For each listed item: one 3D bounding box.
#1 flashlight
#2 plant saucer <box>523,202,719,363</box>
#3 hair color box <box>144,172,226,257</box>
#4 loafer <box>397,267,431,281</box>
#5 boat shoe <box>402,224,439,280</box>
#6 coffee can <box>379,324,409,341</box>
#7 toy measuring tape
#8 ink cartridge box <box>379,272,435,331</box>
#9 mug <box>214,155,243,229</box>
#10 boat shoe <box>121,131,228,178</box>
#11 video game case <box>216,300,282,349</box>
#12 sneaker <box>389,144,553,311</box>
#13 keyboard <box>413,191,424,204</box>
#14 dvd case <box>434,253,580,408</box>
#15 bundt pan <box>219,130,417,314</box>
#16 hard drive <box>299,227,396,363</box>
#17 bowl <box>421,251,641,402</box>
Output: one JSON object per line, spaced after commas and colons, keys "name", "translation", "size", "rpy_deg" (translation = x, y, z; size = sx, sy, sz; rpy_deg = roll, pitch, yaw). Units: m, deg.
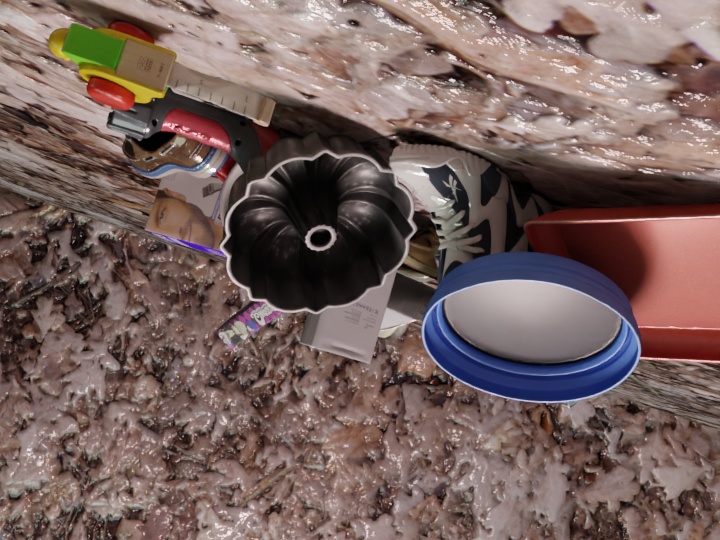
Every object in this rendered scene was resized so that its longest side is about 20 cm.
{"name": "flashlight", "translation": [-0.157, -0.137, 0.890], "size": [0.198, 0.069, 0.068], "rpy_deg": [15, -151, -20]}
{"name": "plant saucer", "translation": [0.265, 0.009, 0.758], "size": [0.198, 0.037, 0.200], "rpy_deg": [1, 141, 34]}
{"name": "hair color box", "translation": [-0.227, -0.085, 1.350], "size": [0.198, 0.111, 0.065], "rpy_deg": [14, 173, 25]}
{"name": "loafer", "translation": [0.022, -0.041, 1.267], "size": [0.197, 0.076, 0.070], "rpy_deg": [11, 160, 15]}
{"name": "boat shoe", "translation": [0.094, -0.026, 1.159], "size": [0.074, 0.067, 0.199], "rpy_deg": [22, -178, 43]}
{"name": "coffee can", "translation": [-0.014, 0.019, 1.458], "size": [0.198, 0.148, 0.146], "rpy_deg": [20, 173, -18]}
{"name": "toy measuring tape", "translation": [-0.169, -0.162, 0.746], "size": [0.197, 0.075, 0.074], "rpy_deg": [19, 173, -5]}
{"name": "ink cartridge box", "translation": [0.051, 0.050, 1.159], "size": [0.198, 0.048, 0.160], "rpy_deg": [24, -163, 7]}
{"name": "mug", "translation": [-0.105, -0.090, 1.070], "size": [0.132, 0.179, 0.200], "rpy_deg": [-24, 179, -3]}
{"name": "boat shoe", "translation": [-0.229, -0.155, 1.003], "size": [0.199, 0.073, 0.072], "rpy_deg": [7, 156, 47]}
{"name": "video game case", "translation": [-0.069, 0.006, 1.095], "size": [0.181, 0.200, 0.036], "rpy_deg": [-35, 94, 41]}
{"name": "sneaker", "translation": [0.096, -0.032, 0.828], "size": [0.198, 0.131, 0.079], "rpy_deg": [24, 170, -41]}
{"name": "keyboard", "translation": [0.135, -0.023, 0.973], "size": [0.200, 0.011, 0.056], "rpy_deg": [44, 171, 1]}
{"name": "dvd case", "translation": [0.158, 0.059, 0.965], "size": [0.022, 0.148, 0.199], "rpy_deg": [-23, -163, -21]}
{"name": "bundt pan", "translation": [-0.047, -0.056, 0.881], "size": [0.200, 0.202, 0.076], "rpy_deg": [22, -149, -31]}
{"name": "hard drive", "translation": [0.000, 0.000, 1.015], "size": [0.026, 0.203, 0.131], "rpy_deg": [12, 173, 33]}
{"name": "bowl", "translation": [0.156, 0.055, 0.802], "size": [0.198, 0.040, 0.202], "rpy_deg": [9, 144, 7]}
